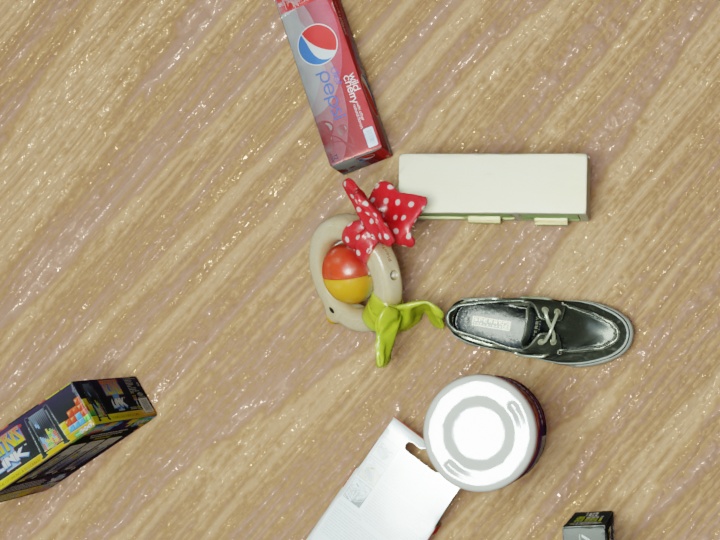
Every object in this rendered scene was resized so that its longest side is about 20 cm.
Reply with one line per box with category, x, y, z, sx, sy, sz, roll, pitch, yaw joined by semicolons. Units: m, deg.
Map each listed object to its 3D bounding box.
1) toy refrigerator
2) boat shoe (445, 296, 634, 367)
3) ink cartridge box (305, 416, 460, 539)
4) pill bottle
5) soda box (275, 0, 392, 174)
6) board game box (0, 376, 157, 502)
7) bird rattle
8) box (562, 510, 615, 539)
toy refrigerator;0.143;-0.085;1.590;0.197;0.076;0.071;0;86;11
boat shoe;0.187;0.063;1.576;0.197;0.064;0.072;3;87;12
ink cartridge box;0.023;0.268;1.604;0.109;0.050;0.201;36;93;12
pill bottle;0.131;0.161;1.511;0.110;0.200;0.113;-1;85;11
soda box;-0.029;-0.212;1.638;0.063;0.070;0.202;-19;83;10
board game box;-0.325;0.181;1.606;0.164;0.200;0.057;-32;82;7
bird rattle;0.000;0.000;1.576;0.162;0.112;0.202;2;119;47
box;0.234;0.348;1.497;0.044;0.160;0.203;-4;84;13
